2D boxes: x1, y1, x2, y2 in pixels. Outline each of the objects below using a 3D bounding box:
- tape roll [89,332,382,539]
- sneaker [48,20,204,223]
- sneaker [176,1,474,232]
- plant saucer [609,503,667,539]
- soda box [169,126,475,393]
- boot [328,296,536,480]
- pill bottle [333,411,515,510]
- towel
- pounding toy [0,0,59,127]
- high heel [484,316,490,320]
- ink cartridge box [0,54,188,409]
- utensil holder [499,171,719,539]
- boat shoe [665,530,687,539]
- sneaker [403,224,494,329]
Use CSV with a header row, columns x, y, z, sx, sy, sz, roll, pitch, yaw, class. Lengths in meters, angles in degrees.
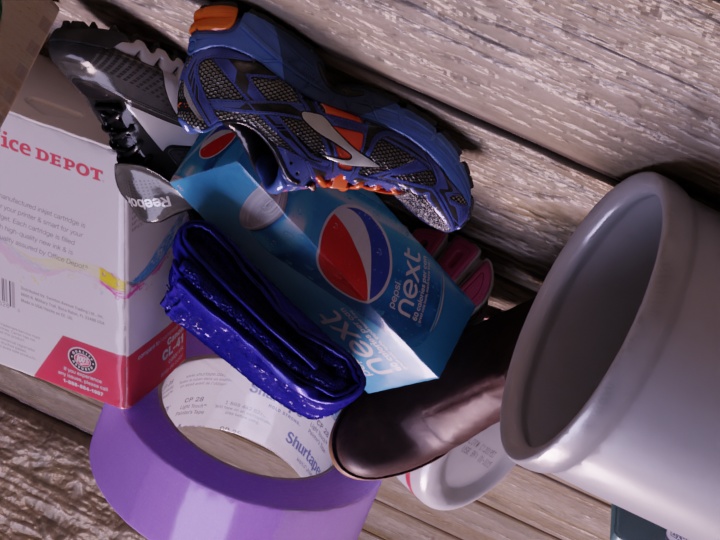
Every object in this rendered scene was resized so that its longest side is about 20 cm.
x,y,z,sx,sy,sz,roll,pitch,yaw,class
-0.084,0.126,1.813,0.199,0.066,0.200,17,-151,-10,tape roll
-0.126,-0.079,1.612,0.066,0.091,0.200,6,159,39,sneaker
-0.024,-0.071,1.473,0.199,0.079,0.075,30,168,-20,sneaker
0.193,0.129,1.702,0.070,0.200,0.019,31,123,-13,plant saucer
-0.021,-0.016,1.605,0.068,0.064,0.200,-13,129,46,soda box
0.073,0.067,1.631,0.073,0.199,0.166,60,173,0,boot
0.022,0.066,1.808,0.200,0.109,0.109,42,178,32,pill bottle
-0.068,0.040,1.636,0.148,0.050,0.200,44,172,1,towel
-0.294,-0.149,1.546,0.199,0.143,0.184,19,167,31,pounding toy
0.090,0.063,1.832,0.096,0.068,0.200,19,175,-25,high heel
-0.193,-0.027,1.746,0.147,0.086,0.201,20,123,24,ink cartridge box
0.199,0.067,1.388,0.199,0.171,0.170,27,168,-14,utensil holder
0.254,0.161,1.638,0.074,0.087,0.202,13,-155,30,boat shoe
0.000,0.000,1.740,0.199,0.074,0.088,16,160,19,sneaker
